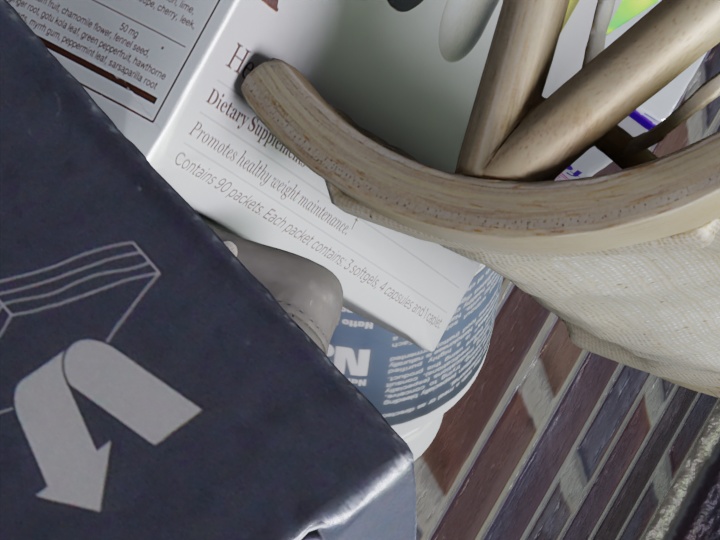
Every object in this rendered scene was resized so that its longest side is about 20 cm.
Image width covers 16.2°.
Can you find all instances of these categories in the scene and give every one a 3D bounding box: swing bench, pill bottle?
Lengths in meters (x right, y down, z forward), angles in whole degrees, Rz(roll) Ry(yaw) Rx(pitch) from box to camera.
[{"bbox_3d":[0.107,-0.063,0.624,0.201,0.130,0.199,-58,152,3],"label":"swing bench"},{"bbox_3d":[0.000,0.000,1.053,0.120,0.119,0.200,-52,161,-32],"label":"pill bottle"}]

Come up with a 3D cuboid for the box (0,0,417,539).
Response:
[{"bbox_3d":[-0.124,0.048,0.492,0.196,0.200,0.118,-36,156,-17],"label":"box"}]

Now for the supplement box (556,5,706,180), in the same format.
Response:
[{"bbox_3d":[0.085,-0.108,1.076,0.104,0.101,0.200,-58,-177,-10],"label":"supplement box"}]

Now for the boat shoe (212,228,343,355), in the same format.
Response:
[{"bbox_3d":[-0.085,0.000,0.638,0.057,0.199,0.067,-59,143,-13],"label":"boat shoe"}]

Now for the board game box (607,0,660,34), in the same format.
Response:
[{"bbox_3d":[0.075,-0.156,0.874,0.200,0.105,0.103,-33,126,-15],"label":"board game box"}]

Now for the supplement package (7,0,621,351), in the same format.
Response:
[{"bbox_3d":[-0.022,-0.114,0.677,0.201,0.147,0.191,-62,153,-1],"label":"supplement package"}]
